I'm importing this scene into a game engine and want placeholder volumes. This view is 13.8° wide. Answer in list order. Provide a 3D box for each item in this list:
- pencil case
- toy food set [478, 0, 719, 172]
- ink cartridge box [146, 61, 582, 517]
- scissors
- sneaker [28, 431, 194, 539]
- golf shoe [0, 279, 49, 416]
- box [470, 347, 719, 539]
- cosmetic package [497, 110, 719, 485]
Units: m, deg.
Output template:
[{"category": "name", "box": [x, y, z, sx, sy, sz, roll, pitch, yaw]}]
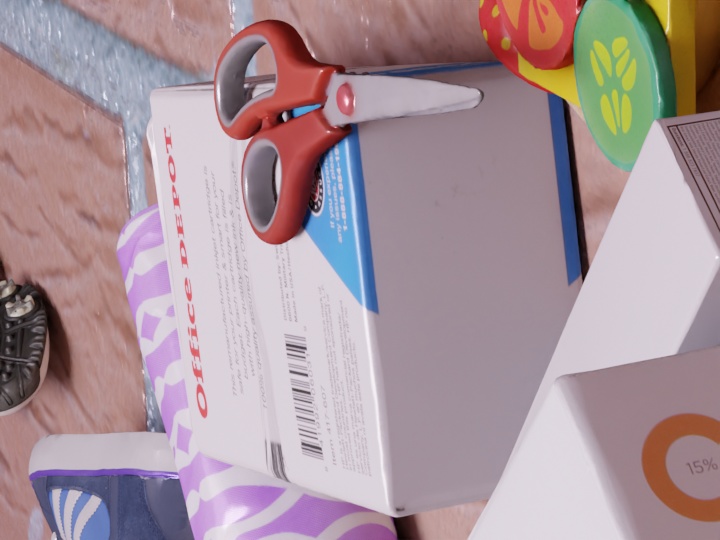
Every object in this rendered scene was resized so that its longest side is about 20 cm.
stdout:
[{"category": "pencil case", "box": [-0.039, 0.062, 1.217, 0.086, 0.084, 0.200, 69, -175, -71]}, {"category": "toy food set", "box": [0.071, -0.130, 0.878, 0.198, 0.049, 0.200, -143, 47, -61]}, {"category": "ink cartridge box", "box": [0.000, 0.000, 1.070, 0.200, 0.084, 0.146, -171, 72, -68]}, {"category": "scissors", "box": [-0.009, -0.060, 0.941, 0.200, 0.014, 0.073, 148, 114, -67]}, {"category": "sneaker", "box": [-0.111, 0.154, 1.399, 0.200, 0.081, 0.147, -13, 69, 64]}, {"category": "golf shoe", "box": [-0.210, 0.051, 1.687, 0.088, 0.077, 0.200, 66, 168, -23]}, {"category": "box", "box": [0.124, 0.122, 0.728, 0.098, 0.124, 0.200, 113, 142, -56]}, {"category": "cosmetic package", "box": [0.099, 0.031, 0.836, 0.200, 0.082, 0.051, 109, 147, -51]}]
